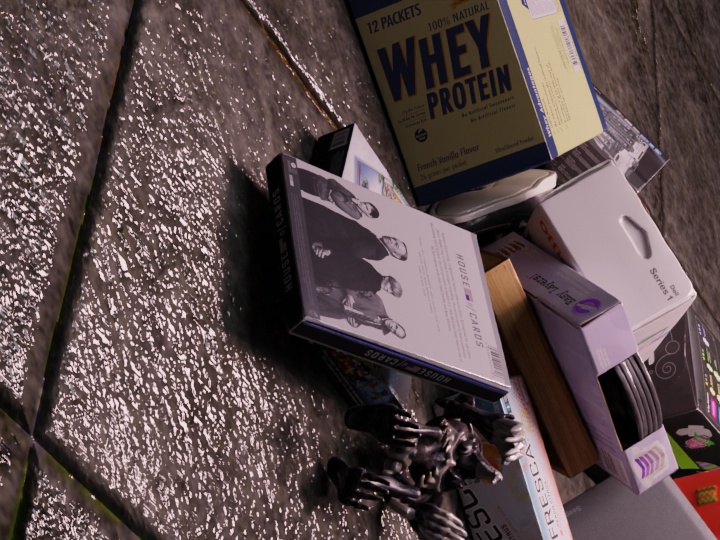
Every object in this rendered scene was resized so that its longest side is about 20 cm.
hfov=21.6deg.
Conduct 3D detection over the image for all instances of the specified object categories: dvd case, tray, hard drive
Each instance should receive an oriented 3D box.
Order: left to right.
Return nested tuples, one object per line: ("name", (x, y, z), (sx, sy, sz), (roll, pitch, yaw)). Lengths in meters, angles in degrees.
("dvd case", (0.021, 0.007, 1.398), (0.199, 0.025, 0.151), (22, 44, -35))
("tray", (0.137, 0.078, 1.650), (0.201, 0.037, 0.099), (64, -14, -16))
("hard drive", (0.247, 0.269, 1.613), (0.201, 0.139, 0.033), (55, -12, 31))

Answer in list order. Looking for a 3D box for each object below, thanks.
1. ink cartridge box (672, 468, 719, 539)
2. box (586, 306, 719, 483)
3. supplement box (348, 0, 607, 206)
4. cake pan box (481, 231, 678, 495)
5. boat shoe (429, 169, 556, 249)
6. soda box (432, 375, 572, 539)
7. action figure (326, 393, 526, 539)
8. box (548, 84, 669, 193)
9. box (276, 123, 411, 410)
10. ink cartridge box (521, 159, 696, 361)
("ink cartridge box", (0.262, 0.272, 1.689), (0.050, 0.161, 0.202), (47, 34, -49))
("box", (0.299, 0.143, 1.875), (0.200, 0.147, 0.125), (42, 39, -47))
("supplement box", (0.111, -0.187, 1.724), (0.200, 0.133, 0.202), (-28, 98, -66))
("cake pan box", (0.187, 0.080, 1.650), (0.200, 0.052, 0.185), (37, -25, 60))
("boat shoe", (0.125, -0.048, 1.739), (0.200, 0.073, 0.061), (-27, 116, -60))
("soda box", (0.127, 0.194, 1.578), (0.068, 0.063, 0.202), (-10, 81, -65))
("action figure", (0.060, 0.148, 1.410), (0.199, 0.102, 0.120), (11, 106, -58))
("box", (0.215, -0.151, 1.931), (0.200, 0.050, 0.158), (46, 25, 5))
("box", (0.000, 0.000, 1.474), (0.137, 0.037, 0.201), (56, 29, -31))
("ink cartridge box", (0.212, 0.011, 1.709), (0.146, 0.083, 0.200), (59, -13, 14))
